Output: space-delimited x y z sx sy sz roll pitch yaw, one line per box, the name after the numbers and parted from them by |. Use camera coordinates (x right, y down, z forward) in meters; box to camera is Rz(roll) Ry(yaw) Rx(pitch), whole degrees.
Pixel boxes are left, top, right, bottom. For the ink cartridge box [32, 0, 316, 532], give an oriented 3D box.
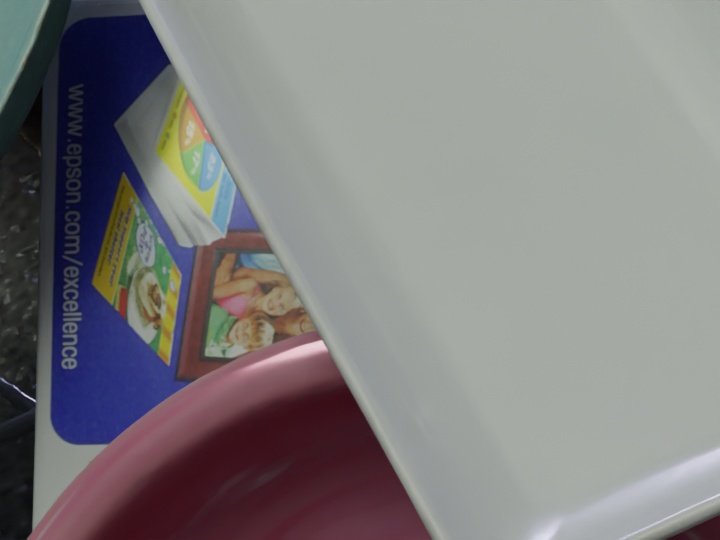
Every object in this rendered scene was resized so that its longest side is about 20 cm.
0.028 0.037 0.622 0.200 0.047 0.198 -1 81 15 | ink cartridge box

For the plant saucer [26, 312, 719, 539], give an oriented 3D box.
0.018 0.110 0.566 0.200 0.051 0.201 -2 83 18 | plant saucer

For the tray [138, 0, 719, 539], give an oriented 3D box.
0.031 -0.023 0.565 0.107 0.022 0.200 -23 49 -8 | tray

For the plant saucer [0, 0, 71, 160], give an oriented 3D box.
-0.131 -0.062 0.668 0.200 0.036 0.200 -14 64 31 | plant saucer

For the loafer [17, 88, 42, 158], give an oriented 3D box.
-0.085 -0.066 0.794 0.200 0.071 0.073 38 103 22 | loafer

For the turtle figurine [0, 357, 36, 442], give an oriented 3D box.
0.000 0.000 0.703 0.200 0.101 0.150 18 89 24 | turtle figurine
